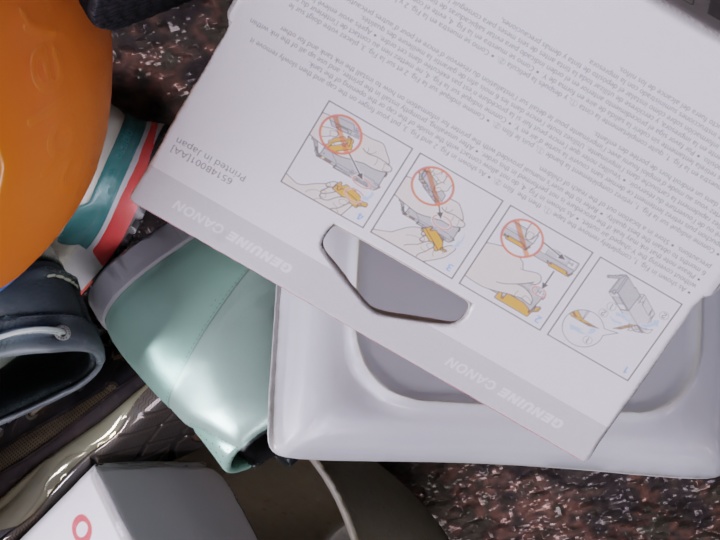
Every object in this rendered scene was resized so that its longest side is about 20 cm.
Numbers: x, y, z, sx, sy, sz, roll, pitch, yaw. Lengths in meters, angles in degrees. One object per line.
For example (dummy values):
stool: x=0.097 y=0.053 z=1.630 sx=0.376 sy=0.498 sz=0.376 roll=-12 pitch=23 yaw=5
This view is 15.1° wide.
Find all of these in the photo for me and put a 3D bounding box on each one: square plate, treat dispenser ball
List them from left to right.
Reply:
treat dispenser ball: x=-0.190 y=-0.074 z=0.991 sx=0.200 sy=0.201 sz=0.201 roll=-4 pitch=136 yaw=-4
square plate: x=0.064 y=-0.019 z=1.095 sx=0.199 sy=0.199 sz=0.028 roll=4 pitch=175 yaw=-19

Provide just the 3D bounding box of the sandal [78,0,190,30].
sandal: x=-0.059 y=-0.129 z=0.996 sx=0.075 sy=0.200 sz=0.045 roll=-32 pitch=90 yaw=19

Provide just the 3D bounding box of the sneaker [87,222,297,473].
sneaker: x=0.000 y=0.000 z=1.123 sx=0.200 sy=0.118 sz=0.074 roll=-36 pitch=162 yaw=0

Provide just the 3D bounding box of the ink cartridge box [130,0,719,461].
ink cartridge box: x=0.043 y=-0.050 z=0.962 sx=0.200 sy=0.045 sz=0.176 roll=30 pitch=123 yaw=-5

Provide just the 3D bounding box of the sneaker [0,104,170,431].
sneaker: x=-0.160 y=-0.010 z=1.169 sx=0.093 sy=0.070 sz=0.200 roll=29 pitch=129 yaw=-11

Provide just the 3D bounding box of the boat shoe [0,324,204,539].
boat shoe: x=-0.114 y=0.057 z=1.217 sx=0.200 sy=0.073 sz=0.074 roll=-39 pitch=156 yaw=16

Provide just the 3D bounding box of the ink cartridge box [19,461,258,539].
ink cartridge box: x=-0.120 y=0.200 z=1.213 sx=0.200 sy=0.146 sz=0.085 roll=-44 pitch=151 yaw=26

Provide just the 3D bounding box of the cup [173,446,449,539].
cup: x=-0.028 y=0.163 z=1.287 sx=0.200 sy=0.201 sz=0.143 roll=-41 pitch=152 yaw=30

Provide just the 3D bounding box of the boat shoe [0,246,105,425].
boat shoe: x=-0.192 y=0.054 z=1.068 sx=0.200 sy=0.062 sz=0.073 roll=-28 pitch=152 yaw=-24
